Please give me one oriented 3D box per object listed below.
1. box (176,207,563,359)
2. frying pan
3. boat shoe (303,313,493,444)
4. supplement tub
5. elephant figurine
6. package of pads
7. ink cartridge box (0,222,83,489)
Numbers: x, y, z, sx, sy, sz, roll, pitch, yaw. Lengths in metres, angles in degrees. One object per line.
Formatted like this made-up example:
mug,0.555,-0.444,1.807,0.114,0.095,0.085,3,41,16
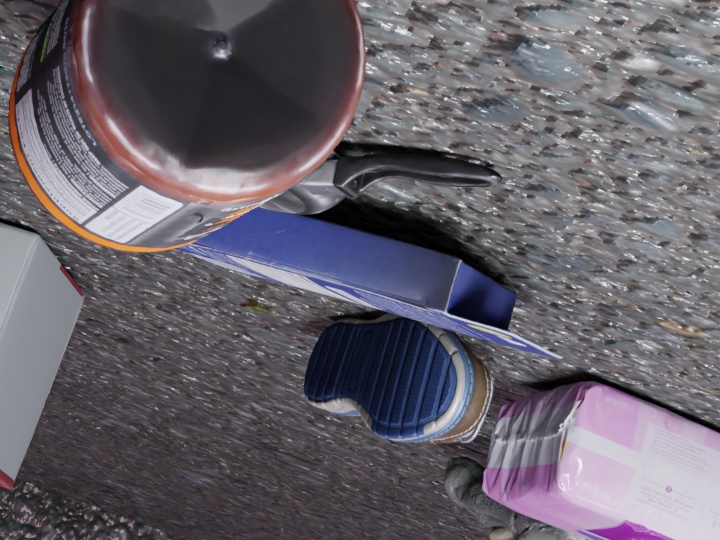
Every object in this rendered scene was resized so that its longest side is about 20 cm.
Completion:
box,0.000,0.000,1.241,0.199,0.033,0.121,17,177,18
frying pan,-0.021,-0.043,1.146,0.189,0.031,0.115,19,169,15
boat shoe,0.036,0.063,1.429,0.072,0.073,0.200,19,179,-21
supplement tub,-0.073,-0.065,0.942,0.106,0.108,0.200,22,168,-13
elephant figurine,0.153,0.177,1.654,0.141,0.156,0.200,-23,-178,-5
package of pads,0.181,0.131,1.464,0.199,0.076,0.120,23,168,-16
ink cartridge box,-0.304,0.032,1.608,0.199,0.146,0.145,18,168,11
